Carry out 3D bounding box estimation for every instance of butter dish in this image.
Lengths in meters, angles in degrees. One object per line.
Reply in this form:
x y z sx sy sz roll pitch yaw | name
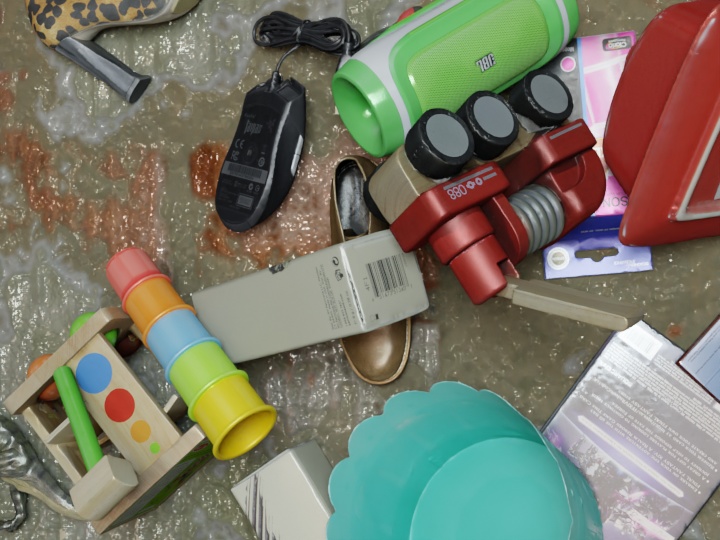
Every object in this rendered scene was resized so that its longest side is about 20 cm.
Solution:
0.264 -0.136 0.839 0.148 0.198 0.201 49 136 42 | butter dish

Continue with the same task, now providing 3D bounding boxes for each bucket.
0.086 0.202 0.844 0.205 0.135 0.209 -12 63 25 | bucket

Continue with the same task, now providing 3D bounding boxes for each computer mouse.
-0.054 -0.125 0.947 0.139 0.046 0.202 10 86 43 | computer mouse

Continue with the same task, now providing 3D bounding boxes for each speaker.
0.077 -0.170 0.859 0.199 0.089 0.089 -33 81 -17 | speaker

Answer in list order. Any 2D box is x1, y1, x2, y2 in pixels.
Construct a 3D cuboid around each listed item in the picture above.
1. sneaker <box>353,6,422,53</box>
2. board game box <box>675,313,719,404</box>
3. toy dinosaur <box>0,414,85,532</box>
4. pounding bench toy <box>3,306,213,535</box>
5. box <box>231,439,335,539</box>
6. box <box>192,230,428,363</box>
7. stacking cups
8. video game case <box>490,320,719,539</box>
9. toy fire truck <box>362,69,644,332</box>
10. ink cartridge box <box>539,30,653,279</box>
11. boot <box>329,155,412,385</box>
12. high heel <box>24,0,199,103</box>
0.044 -0.120 0.933 0.097 0.071 0.203 -18 82 10 | sneaker
0.361 0.036 0.875 0.103 0.019 0.200 43 90 12 | board game box
-0.328 0.193 1.009 0.200 0.047 0.088 42 89 7 | toy dinosaur
-0.213 0.117 0.908 0.124 0.200 0.156 -42 81 7 | pounding bench toy
-0.024 0.250 0.923 0.068 0.082 0.201 -34 80 9 | box
-0.045 0.025 0.882 0.199 0.082 0.069 -16 90 44 | box
-0.145 0.058 0.883 0.060 0.060 0.200 -42 65 7 | stacking cups
0.224 0.157 0.907 0.142 0.019 0.201 37 95 11 | video game case
0.128 -0.035 0.796 0.201 0.175 0.129 59 143 9 | toy fire truck
0.194 -0.097 0.919 0.094 0.037 0.203 -5 88 12 | ink cartridge box
0.000 0.000 0.934 0.073 0.075 0.203 -8 87 9 | boot
-0.219 -0.275 0.992 0.142 0.071 0.201 35 103 5 | high heel
